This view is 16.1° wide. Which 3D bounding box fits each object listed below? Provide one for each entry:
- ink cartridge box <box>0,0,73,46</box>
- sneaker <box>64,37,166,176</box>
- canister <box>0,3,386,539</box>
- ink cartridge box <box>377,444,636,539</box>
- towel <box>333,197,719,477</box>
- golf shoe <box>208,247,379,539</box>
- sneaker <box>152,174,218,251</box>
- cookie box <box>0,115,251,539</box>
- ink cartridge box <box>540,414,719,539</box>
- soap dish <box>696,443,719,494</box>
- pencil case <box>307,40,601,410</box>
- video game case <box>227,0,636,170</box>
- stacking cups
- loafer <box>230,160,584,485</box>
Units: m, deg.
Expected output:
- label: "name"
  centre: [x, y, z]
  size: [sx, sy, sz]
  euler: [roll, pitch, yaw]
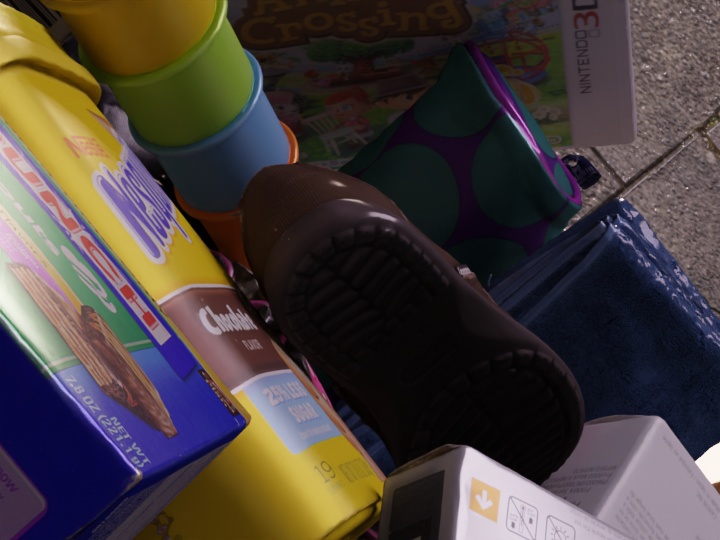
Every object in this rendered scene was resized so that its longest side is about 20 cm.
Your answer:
- label: "ink cartridge box"
  centre: [-0.148, -0.102, 1.013]
  size: [0.050, 0.109, 0.200]
  euler: [48, 4, -11]
- label: "sneaker"
  centre: [-0.152, -0.089, 1.148]
  size: [0.199, 0.112, 0.073]
  euler: [20, -28, -16]
- label: "canister"
  centre: [-0.081, 0.020, 0.819]
  size: [0.200, 0.086, 0.149]
  euler: [52, 4, 6]
- label: "ink cartridge box"
  centre: [0.082, 0.180, 0.773]
  size: [0.198, 0.043, 0.201]
  euler: [30, 48, -28]
- label: "towel"
  centre: [0.057, 0.071, 1.020]
  size: [0.112, 0.200, 0.049]
  euler: [49, 9, -13]
- label: "golf shoe"
  centre: [-0.034, 0.080, 0.957]
  size: [0.200, 0.072, 0.092]
  euler: [56, -10, 13]
- label: "sneaker"
  centre: [-0.086, -0.022, 1.108]
  size: [0.076, 0.087, 0.200]
  euler: [52, 5, 30]
- label: "cookie box"
  centre: [-0.117, 0.004, 0.645]
  size: [0.171, 0.075, 0.200]
  euler: [49, 3, 2]
- label: "ink cartridge box"
  centre: [0.098, 0.178, 0.945]
  size: [0.057, 0.200, 0.163]
  euler: [-12, -57, 51]
- label: "soap dish"
  centre: [0.168, 0.126, 1.144]
  size: [0.158, 0.081, 0.200]
  euler: [58, 16, -13]
- label: "pencil case"
  centre: [0.000, 0.000, 1.060]
  size: [0.085, 0.200, 0.093]
  euler: [43, 13, -28]
- label: "video game case"
  centre: [0.013, -0.098, 1.065]
  size: [0.182, 0.199, 0.022]
  euler: [76, 11, -59]
- label: "stacking cups"
  centre: [-0.055, -0.054, 0.940]
  size: [0.061, 0.060, 0.200]
  euler: [53, -5, 41]
- label: "loafer"
  centre: [0.019, 0.020, 0.905]
  size: [0.071, 0.073, 0.200]
  euler: [55, 0, 41]
